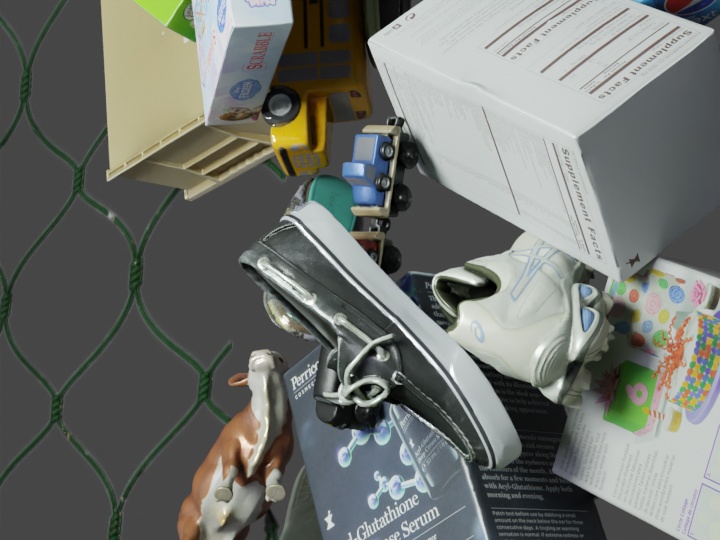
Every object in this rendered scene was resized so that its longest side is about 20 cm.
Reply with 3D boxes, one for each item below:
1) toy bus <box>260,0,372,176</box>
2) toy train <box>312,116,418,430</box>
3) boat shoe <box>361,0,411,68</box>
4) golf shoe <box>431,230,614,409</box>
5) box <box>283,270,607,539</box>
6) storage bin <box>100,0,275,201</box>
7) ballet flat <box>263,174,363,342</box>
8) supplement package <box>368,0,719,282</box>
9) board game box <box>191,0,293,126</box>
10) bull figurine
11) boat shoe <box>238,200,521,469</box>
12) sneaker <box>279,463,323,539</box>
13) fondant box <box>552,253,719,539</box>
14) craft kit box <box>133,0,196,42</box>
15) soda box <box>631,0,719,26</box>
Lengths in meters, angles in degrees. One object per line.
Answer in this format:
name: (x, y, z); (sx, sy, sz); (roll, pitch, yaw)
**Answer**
toy bus: (-0.034, -0.175, 1.203); (0.065, 0.078, 0.200); (73, -167, -70)
toy train: (0.000, 0.000, 1.007); (0.034, 0.046, 0.200); (5, 85, 53)
boat shoe: (0.035, -0.246, 1.160); (0.072, 0.066, 0.201); (-74, -15, -76)
golf shoe: (0.092, 0.008, 0.968); (0.200, 0.097, 0.078); (-88, 17, -74)
box: (0.052, 0.125, 1.041); (0.148, 0.107, 0.200); (-41, 53, 39)
storage bin: (-0.128, -0.188, 1.332); (0.198, 0.094, 0.200); (-23, 65, 46)
ballet flat: (-0.036, 0.007, 1.157); (0.072, 0.072, 0.200); (-53, 14, 30)
supplement package: (0.117, -0.097, 0.966); (0.109, 0.114, 0.200); (-37, 39, -16)
board game box: (-0.089, -0.223, 1.091); (0.200, 0.041, 0.200); (130, 134, -74)
bull figurine: (-0.092, 0.158, 1.233); (0.121, 0.065, 0.200); (-82, 13, -61)
boat shoe: (0.008, 0.048, 0.933); (0.199, 0.068, 0.074); (49, 163, 10)
sneaker: (-0.030, 0.231, 1.092); (0.076, 0.114, 0.200); (1, 39, 20)
fondant box: (0.209, 0.081, 0.893); (0.200, 0.058, 0.144); (24, 101, 50)
craft kit box: (-0.146, -0.312, 1.268); (0.200, 0.048, 0.198); (40, 102, 32)
soda box: (0.178, -0.248, 0.988); (0.068, 0.064, 0.200); (-36, 56, 41)
